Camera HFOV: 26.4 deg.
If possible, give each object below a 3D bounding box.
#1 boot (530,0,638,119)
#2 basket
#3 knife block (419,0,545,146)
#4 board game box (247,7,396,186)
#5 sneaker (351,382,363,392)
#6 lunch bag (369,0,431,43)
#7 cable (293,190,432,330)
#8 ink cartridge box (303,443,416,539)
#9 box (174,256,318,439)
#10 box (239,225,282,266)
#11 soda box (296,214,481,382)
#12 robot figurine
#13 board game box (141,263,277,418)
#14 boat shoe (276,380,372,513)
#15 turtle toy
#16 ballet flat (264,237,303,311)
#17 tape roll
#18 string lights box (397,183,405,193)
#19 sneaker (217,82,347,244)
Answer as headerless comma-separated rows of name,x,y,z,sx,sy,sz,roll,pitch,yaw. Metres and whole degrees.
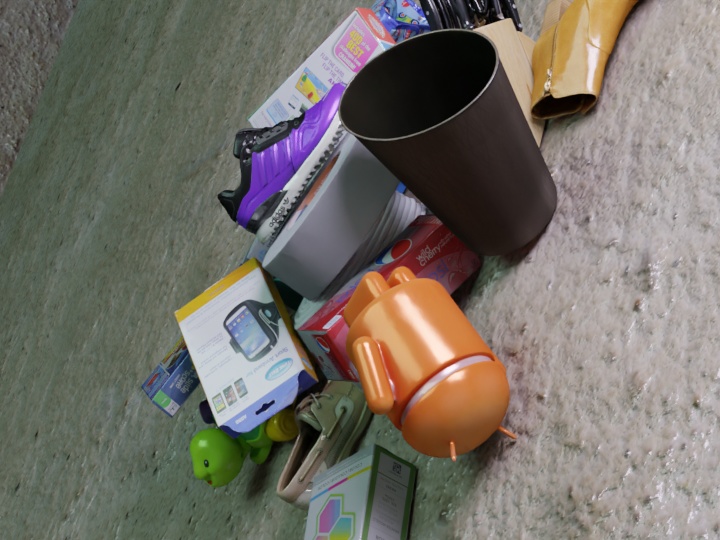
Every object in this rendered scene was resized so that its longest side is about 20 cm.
boot,0.247,-0.241,1.562,0.201,0.070,0.145,-31,44,51
basket,0.103,-0.118,1.506,0.179,0.200,0.137,-5,51,37
knife block,0.122,-0.220,1.636,0.064,0.175,0.202,-24,43,53
board game box,-0.020,-0.183,1.798,0.200,0.154,0.040,-41,-14,26
sneaker,0.047,0.099,1.571,0.082,0.077,0.200,-53,27,-10
lunch bag,0.008,-0.264,1.907,0.151,0.094,0.200,-51,-3,20
cable,0.000,0.000,1.714,0.200,0.069,0.201,-50,9,34
ink cartridge box,-0.009,0.281,1.494,0.104,0.059,0.201,-35,35,43
box,-0.127,0.094,1.721,0.119,0.041,0.201,-34,53,9
box,-0.101,-0.065,1.989,0.201,0.041,0.156,-57,6,22
soda box,0.032,0.027,1.580,0.200,0.070,0.063,-43,21,-26
robot figurine,0.061,0.090,1.428,0.116,0.144,0.201,-38,63,4
board game box,-0.185,0.081,1.856,0.200,0.034,0.135,-51,12,-6
boat shoe,-0.036,0.163,1.667,0.072,0.065,0.202,-14,52,58
turtle toy,-0.140,0.162,1.822,0.145,0.100,0.202,-17,54,57
ballet flat,-0.070,-0.002,1.843,0.200,0.071,0.073,81,-149,-74
tape roll,-0.025,-0.068,1.663,0.201,0.066,0.200,-54,9,13
string lights box,0.011,-0.114,1.878,0.201,0.059,0.103,-59,26,4
sneaker,-0.089,-0.136,1.697,0.201,0.099,0.070,-56,0,7
